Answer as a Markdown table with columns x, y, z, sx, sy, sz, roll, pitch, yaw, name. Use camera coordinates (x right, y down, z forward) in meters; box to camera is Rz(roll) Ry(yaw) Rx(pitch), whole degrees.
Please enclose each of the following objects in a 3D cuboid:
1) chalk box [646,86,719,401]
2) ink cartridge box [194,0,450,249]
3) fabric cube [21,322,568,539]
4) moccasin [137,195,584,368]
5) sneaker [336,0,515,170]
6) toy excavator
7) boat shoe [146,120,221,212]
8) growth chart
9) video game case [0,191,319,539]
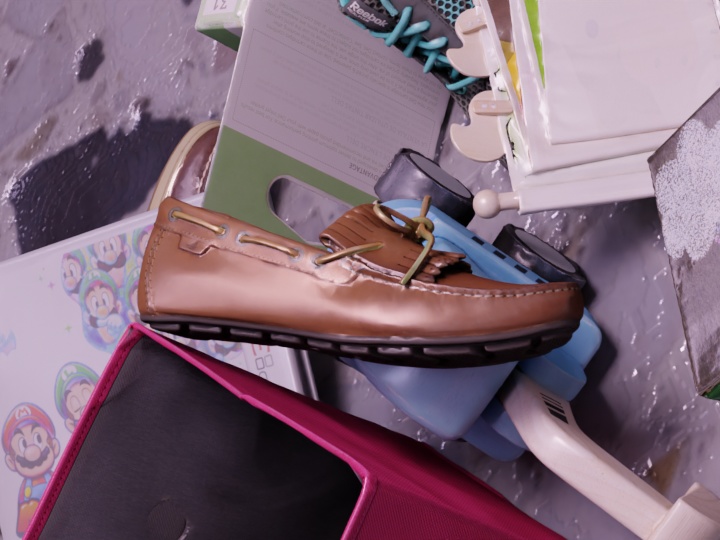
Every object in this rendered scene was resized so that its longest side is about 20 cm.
| x | y | z | sx | sy | sz | roll | pitch | yaw | name |
| --- | --- | --- | --- | --- | --- | --- | --- | --- | --- |
| 0.227 | -0.039 | 1.142 | 0.200 | 0.123 | 0.125 | -46 | 41 | 43 | chalk box |
| -0.018 | -0.097 | 1.448 | 0.048 | 0.145 | 0.201 | 2 | 73 | 49 | ink cartridge box |
| -0.025 | 0.169 | 1.285 | 0.200 | 0.199 | 0.197 | 29 | 92 | 50 | fabric cube |
| 0.001 | 0.000 | 1.258 | 0.200 | 0.074 | 0.078 | 7 | 85 | 26 | moccasin |
| 0.031 | -0.129 | 1.400 | 0.078 | 0.091 | 0.201 | -29 | 88 | 58 | sneaker |
| 0.069 | 0.054 | 1.305 | 0.100 | 0.194 | 0.200 | -54 | 14 | 13 | toy excavator |
| -0.075 | 0.022 | 1.514 | 0.072 | 0.072 | 0.201 | 5 | 79 | 40 | boat shoe |
| 0.113 | -0.119 | 1.353 | 0.144 | 0.018 | 0.201 | 0 | 69 | 4 | growth chart |
| -0.113 | 0.067 | 1.482 | 0.199 | 0.024 | 0.183 | -18 | 82 | 28 | video game case |
